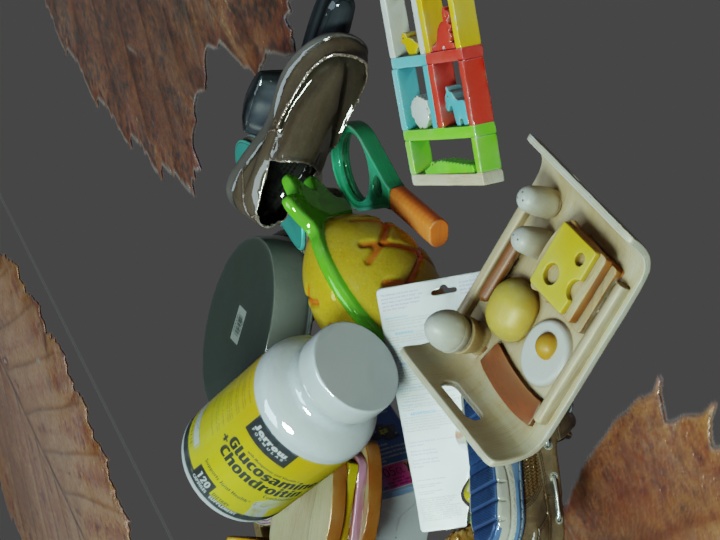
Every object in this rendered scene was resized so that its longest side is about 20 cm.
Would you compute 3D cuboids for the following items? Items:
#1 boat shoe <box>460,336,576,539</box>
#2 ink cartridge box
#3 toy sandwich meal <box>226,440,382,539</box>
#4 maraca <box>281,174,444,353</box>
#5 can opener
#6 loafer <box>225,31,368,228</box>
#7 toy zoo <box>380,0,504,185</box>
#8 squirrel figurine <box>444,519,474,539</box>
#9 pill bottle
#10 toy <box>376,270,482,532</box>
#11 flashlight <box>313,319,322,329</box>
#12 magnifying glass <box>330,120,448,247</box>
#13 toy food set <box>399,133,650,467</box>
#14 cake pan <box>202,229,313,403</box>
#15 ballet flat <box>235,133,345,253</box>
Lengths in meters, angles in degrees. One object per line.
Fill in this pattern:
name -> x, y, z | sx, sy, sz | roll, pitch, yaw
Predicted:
boat shoe -> 0.122, 0.117, 1.439 | 0.072, 0.072, 0.200 | 148, 127, -63
ink cartridge box -> -0.009, 0.182, 1.783 | 0.137, 0.076, 0.200 | 99, 150, -41
toy sandwich meal -> -0.053, 0.204, 1.684 | 0.205, 0.070, 0.205 | -10, 77, 50
maraca -> 0.000, 0.000, 1.594 | 0.107, 0.137, 0.200 | -38, 76, 17
can opener -> -0.044, -0.178, 1.694 | 0.200, 0.079, 0.063 | -59, 40, 46
loafer -> -0.045, -0.116, 1.653 | 0.200, 0.073, 0.071 | -60, 36, 26
toy zoo -> 0.060, -0.167, 1.506 | 0.131, 0.020, 0.200 | 7, 108, 66
squirrel figurine -> 0.079, 0.294, 1.514 | 0.187, 0.141, 0.200 | 63, -163, -45
pill bottle -> -0.056, 0.122, 1.553 | 0.200, 0.112, 0.112 | -42, 62, 45
toy -> 0.089, 0.104, 1.516 | 0.047, 0.115, 0.200 | -5, -95, -68
flashlight -> -0.038, 0.036, 1.769 | 0.200, 0.068, 0.068 | 7, 69, 61
magnifying glass -> 0.022, -0.071, 1.645 | 0.200, 0.022, 0.080 | 41, 138, 53
toy food set -> 0.113, 0.021, 1.359 | 0.200, 0.060, 0.144 | -61, 41, 20
cake pan -> -0.100, 0.055, 1.780 | 0.200, 0.037, 0.200 | -40, 43, 54
ballet flat -> -0.057, -0.072, 1.768 | 0.200, 0.074, 0.074 | -126, 32, -51
